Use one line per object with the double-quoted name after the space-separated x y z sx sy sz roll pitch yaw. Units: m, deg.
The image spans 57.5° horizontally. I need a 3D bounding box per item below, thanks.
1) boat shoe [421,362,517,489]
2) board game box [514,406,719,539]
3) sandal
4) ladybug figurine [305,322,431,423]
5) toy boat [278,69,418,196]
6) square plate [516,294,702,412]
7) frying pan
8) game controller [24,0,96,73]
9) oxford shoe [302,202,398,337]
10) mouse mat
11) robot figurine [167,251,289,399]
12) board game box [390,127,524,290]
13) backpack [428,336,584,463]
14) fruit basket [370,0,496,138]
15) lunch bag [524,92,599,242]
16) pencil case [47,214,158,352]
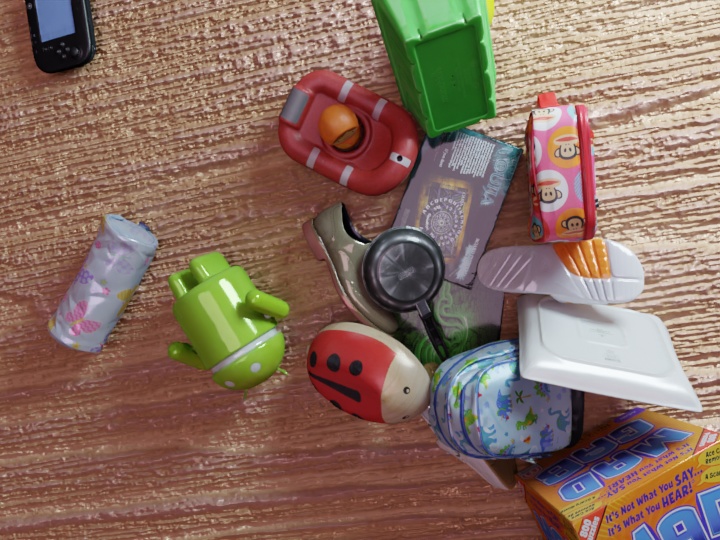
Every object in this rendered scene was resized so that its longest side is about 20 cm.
0.135 0.220 0.902 0.201 0.071 0.069 52 125 4 "boat shoe"
0.340 0.313 0.784 0.198 0.200 0.202 -26 89 -5 "board game box"
0.257 0.002 0.851 0.204 0.059 0.080 4 78 24 "sandal"
0.000 0.143 0.879 0.198 0.072 0.137 14 121 34 "ladybug figurine"
-0.020 -0.182 0.862 0.198 0.131 0.132 27 97 6 "toy boat"
0.293 0.087 0.801 0.197 0.198 0.029 10 116 8 "square plate"
0.061 0.038 0.874 0.113 0.031 0.193 -5 97 -6 "frying pan"
-0.444 -0.394 0.959 0.103 0.042 0.203 -7 92 9 "game controller"
0.000 0.000 0.898 0.074 0.070 0.201 -35 88 17 "oxford shoe"
0.116 0.087 0.923 0.159 0.008 0.203 6 96 8 "mouse mat"
-0.182 0.076 0.912 0.174 0.116 0.201 -32 90 19 "robot figurine"
0.124 -0.091 0.895 0.134 0.028 0.202 21 94 6 "board game box"
0.183 0.162 0.823 0.197 0.154 0.166 -1 94 -7 "backpack"
0.104 -0.305 0.826 0.154 0.216 0.218 -16 91 8 "fruit basket"
0.236 -0.124 0.794 0.081 0.200 0.179 -6 93 13 "lunch bag"
-0.376 0.019 0.954 0.090 0.083 0.202 30 98 -1 "pencil case"
